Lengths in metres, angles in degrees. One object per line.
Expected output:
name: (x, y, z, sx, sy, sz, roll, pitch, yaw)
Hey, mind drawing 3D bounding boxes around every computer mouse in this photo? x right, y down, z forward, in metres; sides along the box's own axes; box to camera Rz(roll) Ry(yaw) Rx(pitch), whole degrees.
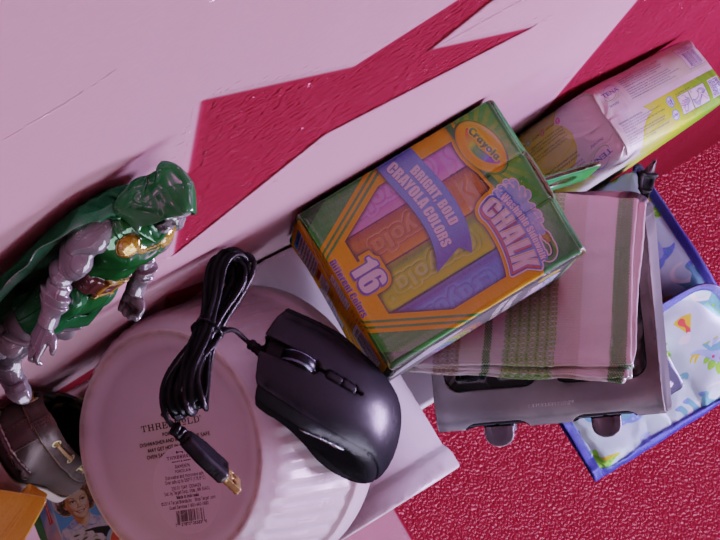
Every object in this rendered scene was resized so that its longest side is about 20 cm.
computer mouse: (-0.040, 0.090, 1.482, 0.046, 0.200, 0.141, -10, -135, 43)

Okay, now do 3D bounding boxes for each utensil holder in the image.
utensil holder: (-0.048, 0.102, 1.726, 0.169, 0.201, 0.170, -30, 175, -3)

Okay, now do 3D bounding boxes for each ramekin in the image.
ramekin: (-0.098, 0.112, 1.586, 0.200, 0.201, 0.105, -34, 166, 31)

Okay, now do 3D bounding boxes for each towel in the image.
towel: (0.101, 0.012, 1.660, 0.198, 0.150, 0.031, 1, 147, 12)

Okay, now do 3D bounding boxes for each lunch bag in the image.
lunch bag: (0.206, 0.043, 1.887, 0.169, 0.201, 0.127, -32, 178, 1)

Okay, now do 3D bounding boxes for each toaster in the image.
toaster: (0.141, 0.026, 1.763, 0.179, 0.202, 0.119, -5, -177, 8)

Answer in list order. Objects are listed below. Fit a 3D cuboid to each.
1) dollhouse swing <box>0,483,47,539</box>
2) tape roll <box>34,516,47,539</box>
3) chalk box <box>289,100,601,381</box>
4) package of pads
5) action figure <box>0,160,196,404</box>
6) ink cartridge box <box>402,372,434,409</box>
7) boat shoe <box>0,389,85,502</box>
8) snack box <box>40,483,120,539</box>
dollhouse swing: (-0.335, 0.191, 1.553, 0.183, 0.175, 0.200, -61, -173, -20)
tape roll: (-0.196, 0.208, 1.887, 0.048, 0.201, 0.200, -27, 174, -32)
chalk box: (0.067, -0.029, 1.578, 0.199, 0.124, 0.124, -31, 175, -9)
package of pads: (0.181, -0.100, 1.899, 0.154, 0.068, 0.200, -29, 174, -42)
action figure: (-0.134, 0.008, 1.087, 0.118, 0.055, 0.200, -23, 167, -45)
ink cartridge box: (0.050, 0.035, 1.992, 0.199, 0.145, 0.084, -30, 177, -10)
boat shoe: (-0.214, 0.119, 1.647, 0.059, 0.072, 0.200, -28, 170, 7)
snack box: (-0.137, 0.192, 1.776, 0.199, 0.117, 0.037, -16, 172, -26)
